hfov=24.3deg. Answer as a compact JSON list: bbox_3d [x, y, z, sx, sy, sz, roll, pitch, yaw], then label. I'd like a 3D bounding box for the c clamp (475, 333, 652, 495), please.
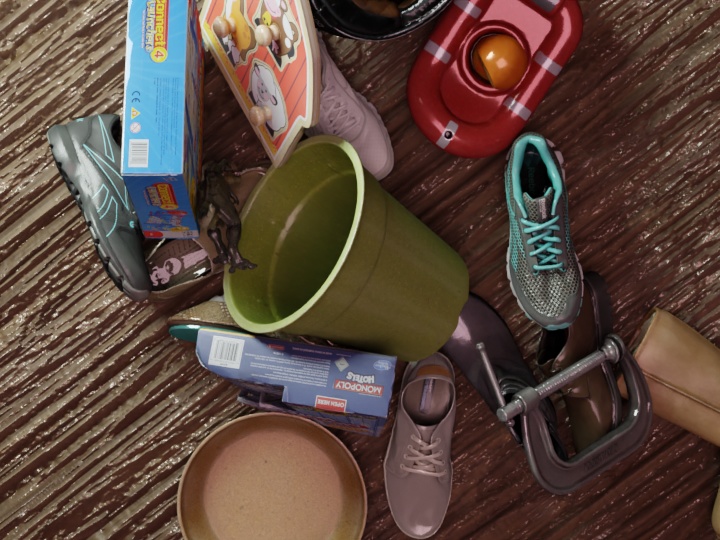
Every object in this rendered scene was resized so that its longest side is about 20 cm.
[{"bbox_3d":[0.210,0.124,1.628,0.199,0.027,0.173,-19,99,-35],"label":"c clamp"}]

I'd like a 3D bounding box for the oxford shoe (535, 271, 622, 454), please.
[{"bbox_3d":[0.213,0.108,1.696,0.084,0.072,0.202,-12,94,-29],"label":"oxford shoe"}]

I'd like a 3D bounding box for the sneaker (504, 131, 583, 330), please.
[{"bbox_3d":[0.173,-0.043,1.635,0.077,0.091,0.202,-11,76,6],"label":"sneaker"}]

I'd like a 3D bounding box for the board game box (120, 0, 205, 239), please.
[{"bbox_3d":[-0.181,-0.152,1.556,0.055,0.196,0.202,0,75,-1],"label":"board game box"}]

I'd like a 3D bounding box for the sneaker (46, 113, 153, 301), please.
[{"bbox_3d":[-0.240,-0.067,1.646,0.079,0.075,0.202,-23,76,-11],"label":"sneaker"}]

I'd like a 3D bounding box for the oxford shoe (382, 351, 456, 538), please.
[{"bbox_3d":[0.064,0.184,1.729,0.074,0.058,0.202,5,103,-4],"label":"oxford shoe"}]

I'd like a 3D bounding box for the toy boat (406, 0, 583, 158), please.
[{"bbox_3d":[0.129,-0.202,1.615,0.130,0.131,0.201,32,99,-6],"label":"toy boat"}]

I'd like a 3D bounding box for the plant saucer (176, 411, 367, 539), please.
[{"bbox_3d":[-0.092,0.241,1.749,0.198,0.035,0.203,0,101,-1],"label":"plant saucer"}]

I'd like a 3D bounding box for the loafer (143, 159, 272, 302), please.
[{"bbox_3d":[-0.146,-0.032,1.678,0.200,0.067,0.076,-41,99,7],"label":"loafer"}]

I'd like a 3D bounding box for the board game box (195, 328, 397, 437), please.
[{"bbox_3d":[-0.045,0.117,1.655,0.198,0.200,0.062,8,78,14],"label":"board game box"}]

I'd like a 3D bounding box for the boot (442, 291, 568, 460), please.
[{"bbox_3d":[0.141,0.107,1.676,0.070,0.132,0.200,-42,99,8],"label":"boot"}]

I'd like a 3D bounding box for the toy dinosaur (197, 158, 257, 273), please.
[{"bbox_3d":[-0.131,-0.045,1.572,0.047,0.200,0.089,-16,107,2],"label":"toy dinosaur"}]

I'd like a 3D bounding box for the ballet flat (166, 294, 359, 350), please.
[{"bbox_3d":[-0.097,0.051,1.706,0.198,0.071,0.066,11,75,-5],"label":"ballet flat"}]

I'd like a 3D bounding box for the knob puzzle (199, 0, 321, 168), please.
[{"bbox_3d":[-0.096,-0.215,1.556,0.030,0.219,0.222,-19,102,-28],"label":"knob puzzle"}]

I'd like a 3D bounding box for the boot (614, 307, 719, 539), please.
[{"bbox_3d":[0.343,0.162,1.727,0.199,0.066,0.176,29,87,-7],"label":"boot"}]

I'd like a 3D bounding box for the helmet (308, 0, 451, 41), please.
[{"bbox_3d":[0.005,-0.319,1.561,0.198,0.191,0.202,-6,121,-10],"label":"helmet"}]

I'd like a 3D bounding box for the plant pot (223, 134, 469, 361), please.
[{"bbox_3d":[0.000,0.000,1.623,0.189,0.200,0.201,28,101,-36],"label":"plant pot"}]

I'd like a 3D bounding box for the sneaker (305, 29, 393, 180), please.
[{"bbox_3d":[-0.036,-0.169,1.647,0.075,0.081,0.201,-35,101,4],"label":"sneaker"}]
